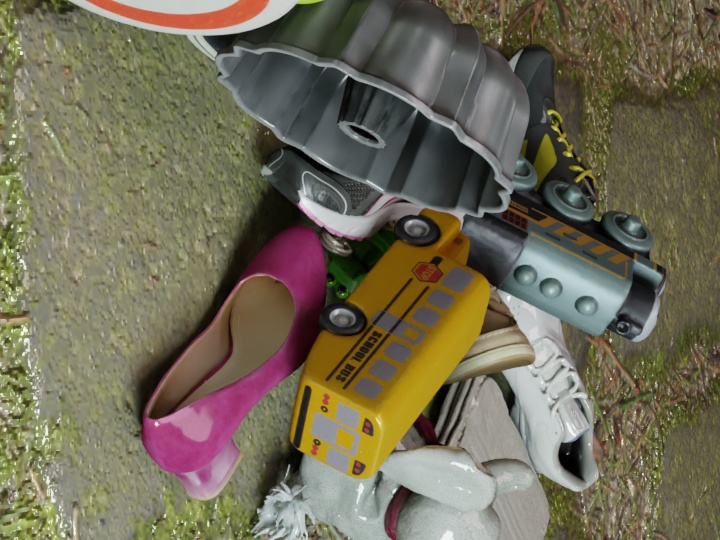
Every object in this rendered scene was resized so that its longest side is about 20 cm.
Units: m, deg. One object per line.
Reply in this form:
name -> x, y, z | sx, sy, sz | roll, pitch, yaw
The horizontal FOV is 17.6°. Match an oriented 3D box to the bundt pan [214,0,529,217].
bundt pan -> 0.016, -0.114, 1.418 | 0.202, 0.201, 0.076 | 44, 68, -53

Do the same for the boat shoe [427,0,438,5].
boat shoe -> 0.028, -0.180, 1.660 | 0.070, 0.070, 0.201 | -23, 110, -55

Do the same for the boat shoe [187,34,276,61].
boat shoe -> -0.045, -0.148, 1.536 | 0.200, 0.062, 0.075 | 31, 61, -60

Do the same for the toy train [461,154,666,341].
toy train -> 0.142, -0.014, 1.769 | 0.085, 0.199, 0.114 | -57, -169, 32

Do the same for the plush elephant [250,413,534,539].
plush elephant -> 0.042, 0.145, 1.573 | 0.200, 0.154, 0.165 | -46, 154, -43

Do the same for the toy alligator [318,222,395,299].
toy alligator -> 0.000, 0.000, 1.622 | 0.054, 0.059, 0.200 | -49, 163, 13

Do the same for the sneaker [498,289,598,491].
sneaker -> 0.151, 0.087, 1.854 | 0.074, 0.087, 0.201 | -30, 121, -15

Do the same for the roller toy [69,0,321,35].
roller toy -> -0.105, -0.231, 1.294 | 0.200, 0.181, 0.141 | 55, 43, -61

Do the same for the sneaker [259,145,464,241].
sneaker -> 0.013, -0.077, 1.583 | 0.200, 0.080, 0.087 | -2, 124, -56

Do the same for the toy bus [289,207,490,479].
toy bus -> 0.023, 0.042, 1.508 | 0.200, 0.078, 0.065 | -49, 158, -45

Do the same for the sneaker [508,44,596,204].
sneaker -> 0.153, -0.082, 1.881 | 0.074, 0.084, 0.201 | 7, 84, -63

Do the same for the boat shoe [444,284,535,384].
boat shoe -> 0.078, 0.043, 1.693 | 0.200, 0.072, 0.065 | -174, -108, -84

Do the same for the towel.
towel -> 0.094, 0.181, 1.825 | 0.133, 0.034, 0.201 | -64, 143, -37

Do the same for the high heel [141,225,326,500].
high heel -> -0.080, 0.040, 1.464 | 0.201, 0.067, 0.096 | -61, 152, -22
